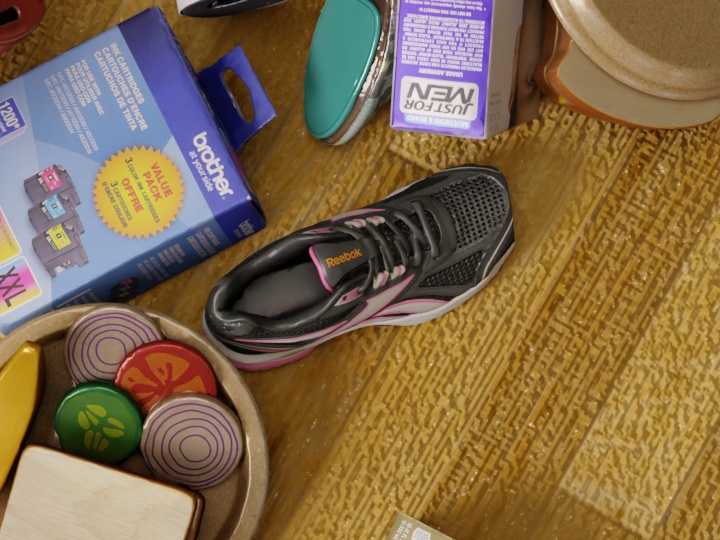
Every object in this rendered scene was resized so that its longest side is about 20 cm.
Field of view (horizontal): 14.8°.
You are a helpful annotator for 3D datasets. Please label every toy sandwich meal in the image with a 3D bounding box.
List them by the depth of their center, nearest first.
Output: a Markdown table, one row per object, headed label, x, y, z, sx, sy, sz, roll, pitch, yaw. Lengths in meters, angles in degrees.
| label | x | y | z | sx | sy | sz | roll | pitch | yaw |
| --- | --- | --- | --- | --- | --- | --- | --- | --- | --- |
| toy sandwich meal | -0.148 | 0.120 | 1.562 | 0.204 | 0.070 | 0.206 | 0 | 99 | 1 |
| toy sandwich meal | 0.170 | -0.178 | 1.600 | 0.204 | 0.070 | 0.206 | 5 | 79 | -25 |

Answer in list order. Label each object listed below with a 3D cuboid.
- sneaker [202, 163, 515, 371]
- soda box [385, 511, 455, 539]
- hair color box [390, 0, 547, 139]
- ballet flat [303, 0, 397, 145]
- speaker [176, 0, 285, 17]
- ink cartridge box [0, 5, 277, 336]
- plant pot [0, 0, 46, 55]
| label | x | y | z | sx | sy | sz | roll | pitch | yaw |
| --- | --- | --- | --- | --- | --- | --- | --- | --- | --- |
| sneaker | 0.000 | 0.000 | 1.592 | 0.199 | 0.086 | 0.081 | -29 | 79 | -1 |
| soda box | 0.008 | 0.242 | 1.557 | 0.067 | 0.064 | 0.201 | 26 | 83 | 10 |
| hair color box | 0.067 | -0.182 | 1.573 | 0.064 | 0.109 | 0.201 | 9 | 103 | 19 |
| ballet flat | 0.016 | -0.168 | 1.614 | 0.069 | 0.071 | 0.201 | 34 | 124 | 46 |
| speaker | -0.087 | -0.251 | 1.613 | 0.081 | 0.081 | 0.201 | -13 | 85 | 3 |
| ink cartridge box | -0.145 | -0.061 | 1.626 | 0.199 | 0.076 | 0.137 | -28 | 78 | -2 |
| plant pot | -0.291 | -0.159 | 1.556 | 0.195 | 0.200 | 0.202 | -23 | 75 | 34 |
